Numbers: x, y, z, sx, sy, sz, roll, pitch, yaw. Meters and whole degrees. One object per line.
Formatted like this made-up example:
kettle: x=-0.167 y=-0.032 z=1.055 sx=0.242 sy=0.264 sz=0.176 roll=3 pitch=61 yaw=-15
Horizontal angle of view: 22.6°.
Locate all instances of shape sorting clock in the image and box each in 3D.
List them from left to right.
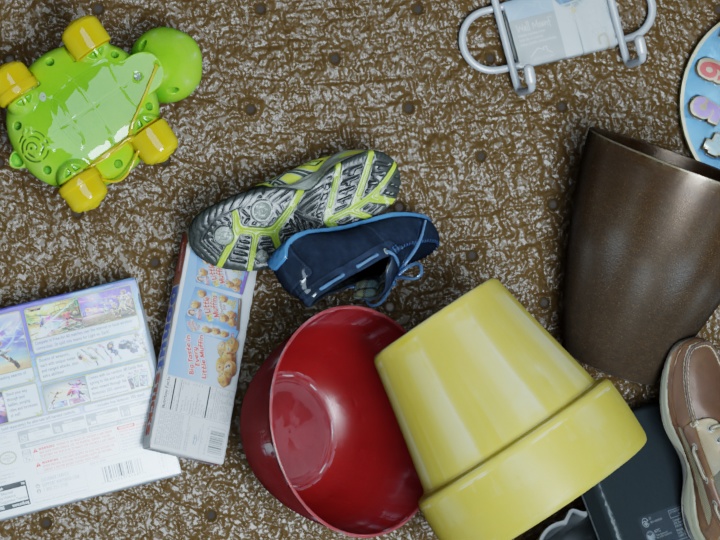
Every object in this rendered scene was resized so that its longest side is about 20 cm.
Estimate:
shape sorting clock: x=0.404 y=-0.158 z=1.734 sx=0.198 sy=0.039 sz=0.202 roll=0 pitch=88 yaw=-10

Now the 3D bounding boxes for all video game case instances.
video game case: x=-0.276 y=0.116 z=1.605 sx=0.199 sy=0.045 sz=0.183 roll=-13 pitch=92 yaw=-11

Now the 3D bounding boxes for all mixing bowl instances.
mixing bowl: x=-0.032 y=0.138 z=1.599 sx=0.199 sy=0.108 sz=0.202 roll=9 pitch=75 yaw=-38

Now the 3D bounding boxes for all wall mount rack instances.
wall mount rack: x=0.186 y=-0.262 z=1.680 sx=0.199 sy=0.075 sz=0.175 roll=-15 pitch=91 yaw=-11

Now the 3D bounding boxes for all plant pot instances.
plant pot: x=0.112 y=0.120 z=1.542 sx=0.200 sy=0.201 sz=0.189 roll=-33 pitch=86 yaw=-9
plant pot: x=0.263 y=-0.005 z=1.649 sx=0.186 sy=0.187 sz=0.201 roll=17 pitch=100 yaw=-9

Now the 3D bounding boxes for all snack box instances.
snack box: x=-0.141 y=0.069 z=1.613 sx=0.071 sy=0.024 sz=0.201 roll=16 pitch=74 yaw=-22

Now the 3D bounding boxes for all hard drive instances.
hard drive: x=0.275 y=0.225 z=1.657 sx=0.139 sy=0.033 sz=0.201 roll=-11 pitch=76 yaw=-34

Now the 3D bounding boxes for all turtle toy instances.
turtle toy: x=-0.226 y=-0.147 z=1.592 sx=0.199 sy=0.101 sz=0.146 roll=-34 pitch=94 yaw=-9

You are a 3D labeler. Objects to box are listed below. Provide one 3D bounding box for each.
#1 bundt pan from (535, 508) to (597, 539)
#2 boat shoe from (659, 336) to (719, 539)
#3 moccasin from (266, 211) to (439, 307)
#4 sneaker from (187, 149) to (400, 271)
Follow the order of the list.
bundt pan: x=0.212 y=0.322 z=1.643 sx=0.201 sy=0.076 sz=0.203 roll=13 pitch=62 yaw=-26
boat shoe: x=0.324 y=0.157 z=1.613 sx=0.075 sy=0.072 sz=0.201 roll=-19 pitch=101 yaw=-27
moccasin: x=0.000 y=0.000 z=1.607 sx=0.199 sy=0.081 sz=0.068 roll=-15 pitch=65 yaw=-42
sneaker: x=-0.062 y=-0.053 z=1.631 sx=0.199 sy=0.076 sz=0.076 roll=-18 pitch=103 yaw=-12
